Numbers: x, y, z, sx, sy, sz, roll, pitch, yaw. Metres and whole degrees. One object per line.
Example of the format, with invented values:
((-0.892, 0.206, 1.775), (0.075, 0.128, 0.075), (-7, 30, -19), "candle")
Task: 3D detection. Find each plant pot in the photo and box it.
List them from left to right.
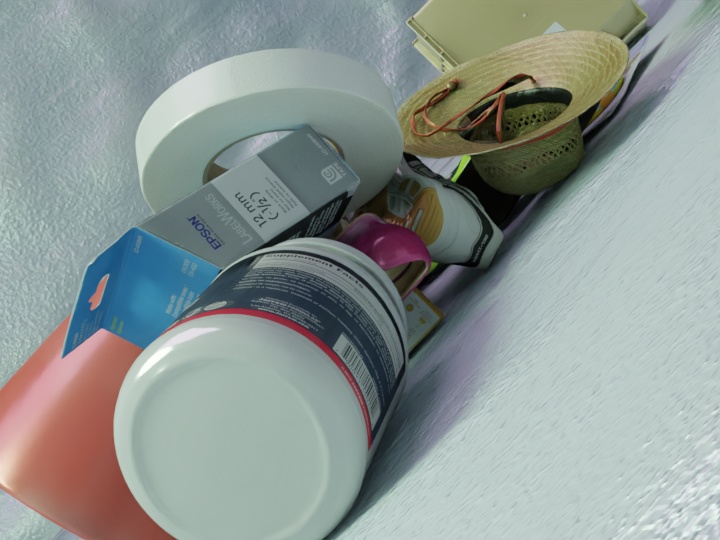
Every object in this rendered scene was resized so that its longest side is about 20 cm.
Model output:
((-0.184, 0.113, 1.025), (0.178, 0.200, 0.200), (-58, 6, -8), "plant pot")

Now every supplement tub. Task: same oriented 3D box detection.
((-0.048, 0.066, 0.766), (0.140, 0.140, 0.200), (-43, 4, 20), "supplement tub")

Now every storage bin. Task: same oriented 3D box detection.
((0.191, -0.277, 1.476), (0.200, 0.199, 0.094), (-44, -13, 2), "storage bin")

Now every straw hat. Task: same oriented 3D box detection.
((0.130, -0.109, 1.044), (0.200, 0.085, 0.201), (-19, 28, 11), "straw hat")

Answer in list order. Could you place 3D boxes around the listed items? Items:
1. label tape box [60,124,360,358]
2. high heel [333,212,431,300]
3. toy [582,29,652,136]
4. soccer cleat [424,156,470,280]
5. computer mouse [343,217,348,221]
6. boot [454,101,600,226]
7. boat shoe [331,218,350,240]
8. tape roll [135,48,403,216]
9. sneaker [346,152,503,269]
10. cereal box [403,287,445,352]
((-0.106, -0.001, 0.909), (0.200, 0.066, 0.143), (-37, -13, -34), "label tape box")
((-0.029, 0.048, 0.925), (0.200, 0.067, 0.096), (-46, 28, -3), "high heel")
((0.203, -0.163, 1.209), (0.115, 0.047, 0.200), (-44, 3, 38), "toy")
((0.104, -0.069, 1.216), (0.200, 0.067, 0.081), (-57, -35, 6), "soccer cleat")
((0.028, -0.077, 1.209), (0.200, 0.044, 0.110), (-48, -5, 22), "computer mouse")
((0.138, -0.107, 1.131), (0.200, 0.074, 0.075), (-52, -6, 1), "boot")
((0.000, 0.000, 1.123), (0.200, 0.069, 0.074), (125, 159, -86), "boat shoe")
((-0.068, -0.088, 0.969), (0.202, 0.037, 0.203), (-11, -28, -6), "tape roll")
((0.049, -0.047, 1.043), (0.076, 0.087, 0.200), (-63, 24, 14), "sneaker")
((-0.023, 0.088, 1.012), (0.200, 0.040, 0.144), (-45, 5, 1), "cereal box")
